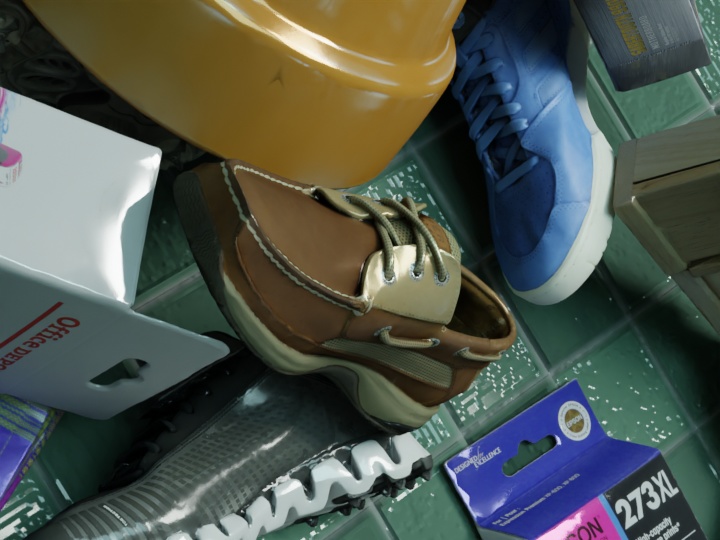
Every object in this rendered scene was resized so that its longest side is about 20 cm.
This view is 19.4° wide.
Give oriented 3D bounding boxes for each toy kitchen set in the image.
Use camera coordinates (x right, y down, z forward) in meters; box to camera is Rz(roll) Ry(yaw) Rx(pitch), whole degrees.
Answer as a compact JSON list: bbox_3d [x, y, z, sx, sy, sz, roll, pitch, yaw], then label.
[{"bbox_3d":[0.225,0.045,0.925,0.200,0.163,0.180,45,42,-38],"label":"toy kitchen set"}]

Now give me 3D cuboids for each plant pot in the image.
[{"bbox_3d":[-0.017,-0.165,0.822,0.200,0.183,0.200,31,27,-18],"label":"plant pot"}]

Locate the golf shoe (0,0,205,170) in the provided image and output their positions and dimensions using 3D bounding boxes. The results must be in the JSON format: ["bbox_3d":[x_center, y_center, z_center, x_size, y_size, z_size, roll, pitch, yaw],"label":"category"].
[{"bbox_3d":[-0.144,-0.110,0.863,0.200,0.078,0.097,19,45,-32],"label":"golf shoe"}]

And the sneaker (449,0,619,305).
[{"bbox_3d":[0.055,-0.086,0.965,0.111,0.077,0.200,21,58,-32],"label":"sneaker"}]

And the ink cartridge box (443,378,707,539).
[{"bbox_3d":[0.123,0.152,0.954,0.095,0.037,0.200,-29,88,-37],"label":"ink cartridge box"}]

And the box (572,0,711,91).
[{"bbox_3d":[0.099,-0.200,0.934,0.158,0.048,0.200,44,32,-67],"label":"box"}]

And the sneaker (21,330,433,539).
[{"bbox_3d":[-0.064,0.073,0.843,0.200,0.066,0.091,-17,80,-40],"label":"sneaker"}]

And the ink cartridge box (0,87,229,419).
[{"bbox_3d":[-0.152,-0.016,0.755,0.200,0.115,0.068,22,62,-26],"label":"ink cartridge box"}]

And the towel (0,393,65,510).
[{"bbox_3d":[-0.184,0.040,0.800,0.144,0.023,0.200,40,56,-16],"label":"towel"}]

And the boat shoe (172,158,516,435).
[{"bbox_3d":[0.000,0.000,0.796,0.200,0.074,0.076,35,28,-60],"label":"boat shoe"}]
